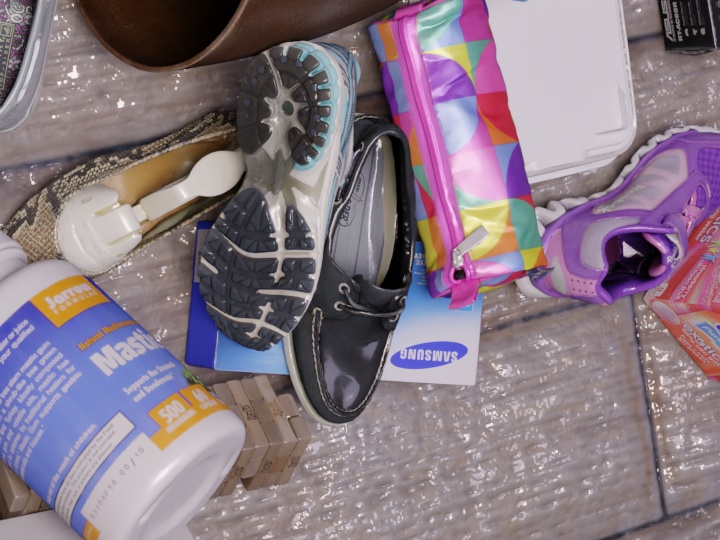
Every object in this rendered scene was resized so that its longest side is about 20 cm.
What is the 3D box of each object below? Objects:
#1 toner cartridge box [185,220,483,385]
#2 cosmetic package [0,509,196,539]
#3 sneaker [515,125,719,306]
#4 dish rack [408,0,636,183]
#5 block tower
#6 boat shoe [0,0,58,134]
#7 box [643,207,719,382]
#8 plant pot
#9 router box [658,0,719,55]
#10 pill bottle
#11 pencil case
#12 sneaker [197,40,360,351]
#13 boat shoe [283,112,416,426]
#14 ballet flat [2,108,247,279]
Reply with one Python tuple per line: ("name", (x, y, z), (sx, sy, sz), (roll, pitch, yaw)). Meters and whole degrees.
("toner cartridge box", (-0.014, 0.023, 1.447), (0.199, 0.043, 0.096), (4, 91, -30))
("cosmetic package", (-0.197, 0.206, 1.305), (0.199, 0.085, 0.108), (-10, 135, -28))
("sneaker", (0.203, -0.031, 1.539), (0.200, 0.088, 0.081), (-30, 121, -25))
("dish rack", (0.119, -0.159, 1.515), (0.171, 0.043, 0.201), (-14, 101, -30))
("block tower", (-0.134, 0.115, 1.364), (0.199, 0.058, 0.054), (-8, 53, -30))
("boat shoe", (-0.205, -0.181, 1.296), (0.070, 0.072, 0.202), (6, 91, -5))
("box", (0.315, -0.019, 1.604), (0.095, 0.102, 0.200), (47, 70, -24))
("plant pot", (-0.048, -0.214, 1.350), (0.199, 0.186, 0.188), (-4, 95, -45))
("router box", (0.279, -0.268, 1.591), (0.149, 0.062, 0.201), (-15, 100, -28))
("pill bottle", (-0.172, 0.065, 1.274), (0.200, 0.112, 0.112), (42, 68, 14))
("pencil case", (0.064, -0.078, 1.426), (0.088, 0.088, 0.201), (-12, 86, -29))
("sneaker", (-0.037, -0.045, 1.349), (0.086, 0.077, 0.201), (-29, 139, -60))
("boat shoe", (0.002, 0.000, 1.392), (0.074, 0.066, 0.201), (13, 85, -31))
("ballet flat", (-0.131, -0.045, 1.356), (0.199, 0.075, 0.068), (-30, 108, -25))
